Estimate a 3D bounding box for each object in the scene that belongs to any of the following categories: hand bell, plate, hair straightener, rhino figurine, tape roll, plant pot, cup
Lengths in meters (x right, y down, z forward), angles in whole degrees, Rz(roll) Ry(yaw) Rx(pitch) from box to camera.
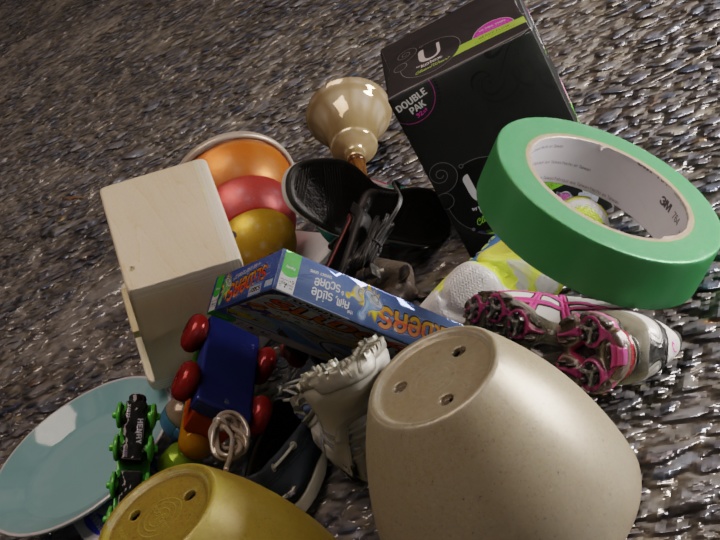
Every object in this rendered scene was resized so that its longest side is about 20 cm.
[{"bbox_3d":[-0.003,-0.116,1.511,0.103,0.104,0.202,-24,42,14],"label":"hand bell"},{"bbox_3d":[-0.254,0.175,1.241,0.198,0.026,0.201,-23,29,13],"label":"plate"},{"bbox_3d":[0.000,0.000,1.206,0.076,0.041,0.202,1,54,44],"label":"hair straightener"},{"bbox_3d":[0.008,0.021,1.259,0.087,0.060,0.200,-39,19,-13],"label":"rhino figurine"},{"bbox_3d":[0.193,-0.050,1.087,0.201,0.198,0.049,-87,17,-57],"label":"tape roll"},{"bbox_3d":[-0.114,0.228,0.984,0.198,0.143,0.201,-24,30,14],"label":"plant pot"},{"bbox_3d":[0.081,0.126,0.954,0.198,0.144,0.201,-24,28,14],"label":"cup"}]

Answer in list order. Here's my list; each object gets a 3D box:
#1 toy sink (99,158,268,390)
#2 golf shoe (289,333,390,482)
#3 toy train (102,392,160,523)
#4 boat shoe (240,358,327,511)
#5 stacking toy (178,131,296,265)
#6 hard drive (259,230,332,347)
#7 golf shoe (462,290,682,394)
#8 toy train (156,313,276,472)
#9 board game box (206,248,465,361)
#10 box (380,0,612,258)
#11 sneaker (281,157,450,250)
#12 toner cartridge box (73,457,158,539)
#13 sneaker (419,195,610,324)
[{"bbox_3d":[-0.165,0.022,1.250,0.111,0.201,0.131,-17,52,-8],"label":"toy sink"},{"bbox_3d":[0.000,0.112,1.037,0.078,0.098,0.200,-26,-11,-10],"label":"golf shoe"},{"bbox_3d":[-0.191,0.202,1.114,0.041,0.057,0.203,2,63,-3],"label":"toy train"},{"bbox_3d":[-0.061,0.133,1.168,0.074,0.062,0.201,-22,28,29],"label":"boat shoe"},{"bbox_3d":[-0.110,-0.037,1.393,0.145,0.147,0.201,-31,44,1],"label":"stacking toy"},{"bbox_3d":[-0.114,0.032,1.420,0.131,0.027,0.200,7,46,49],"label":"hard drive"},{"bbox_3d":[0.163,0.057,1.072,0.091,0.074,0.199,-4,10,-36],"label":"golf shoe"},{"bbox_3d":[-0.133,0.137,1.117,0.116,0.084,0.201,-56,17,27],"label":"toy train"},{"bbox_3d":[-0.009,0.045,1.084,0.135,0.198,0.035,-20,51,60],"label":"board game box"},{"bbox_3d":[0.126,-0.135,1.261,0.147,0.201,0.125,-24,28,11],"label":"box"},{"bbox_3d":[-0.019,-0.065,1.340,0.120,0.198,0.085,-4,76,51],"label":"sneaker"},{"bbox_3d":[-0.224,0.205,1.237,0.095,0.043,0.199,-40,29,-13],"label":"toner cartridge box"},{"bbox_3d":[0.130,0.004,1.195,0.198,0.076,0.105,-32,10,1],"label":"sneaker"}]
